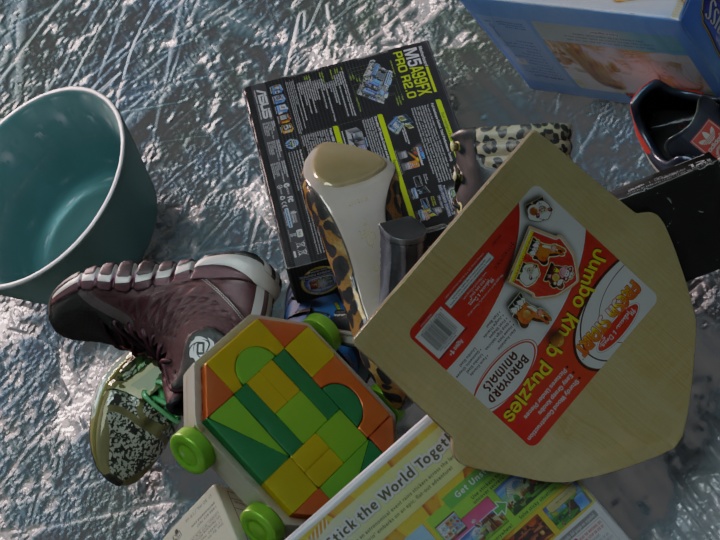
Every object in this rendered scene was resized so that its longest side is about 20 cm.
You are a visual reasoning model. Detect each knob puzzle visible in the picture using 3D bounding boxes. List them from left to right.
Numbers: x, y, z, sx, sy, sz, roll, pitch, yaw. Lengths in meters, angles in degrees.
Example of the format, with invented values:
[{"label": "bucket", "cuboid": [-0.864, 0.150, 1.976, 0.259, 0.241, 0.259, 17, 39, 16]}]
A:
[{"label": "knob puzzle", "cuboid": [0.123, 0.043, 1.064, 0.220, 0.219, 0.030, -52, 6, -5]}]

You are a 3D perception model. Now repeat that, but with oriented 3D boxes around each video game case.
[{"label": "video game case", "cuboid": [0.062, 0.195, 1.066, 0.200, 0.023, 0.182, -41, 82, -3]}]

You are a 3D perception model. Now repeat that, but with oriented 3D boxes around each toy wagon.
[{"label": "toy wagon", "cuboid": [-0.030, 0.123, 1.164, 0.155, 0.200, 0.040, -41, -4, -38]}]

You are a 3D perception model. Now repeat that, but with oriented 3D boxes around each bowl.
[{"label": "bowl", "cuboid": [-0.256, -0.048, 1.476, 0.199, 0.105, 0.202, -19, 51, 25]}]

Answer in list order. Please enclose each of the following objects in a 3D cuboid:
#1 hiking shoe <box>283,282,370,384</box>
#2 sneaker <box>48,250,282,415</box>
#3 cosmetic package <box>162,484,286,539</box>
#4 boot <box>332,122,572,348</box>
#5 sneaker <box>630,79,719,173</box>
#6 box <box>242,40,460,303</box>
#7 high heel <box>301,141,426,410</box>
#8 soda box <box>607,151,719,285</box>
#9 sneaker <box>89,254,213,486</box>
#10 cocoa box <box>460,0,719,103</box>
[{"label": "hiking shoe", "cuboid": [-0.037, 0.073, 1.254, 0.074, 0.087, 0.201, -20, 52, 23]}, {"label": "sneaker", "cuboid": [-0.156, 0.056, 1.261, 0.198, 0.076, 0.116, -11, 58, 26]}, {"label": "cosmetic package", "cuboid": [-0.054, 0.249, 1.134, 0.071, 0.105, 0.201, -47, 43, 18]}, {"label": "boot", "cuboid": [0.070, -0.020, 1.209, 0.202, 0.073, 0.155, -5, 88, 25]}, {"label": "sneaker", "cuboid": [0.255, -0.069, 1.142, 0.075, 0.085, 0.200, -50, 46, -4]}, {"label": "box", "cuboid": [0.003, -0.081, 1.318, 0.159, 0.044, 0.201, -15, 51, -2]}, {"label": "high heel", "cuboid": [0.000, 0.000, 1.187, 0.071, 0.144, 0.200, -9, 29, -16]}, {"label": "soda box", "cuboid": [0.151, -0.008, 1.108, 0.199, 0.071, 0.063, -21, 6, 10]}, {"label": "sneaker", "cuboid": [-0.140, 0.079, 1.316, 0.201, 0.077, 0.088, -60, 28, -11]}, {"label": "cocoa box", "cuboid": [0.199, -0.208, 1.240, 0.199, 0.133, 0.132, 14, 71, 41]}]
